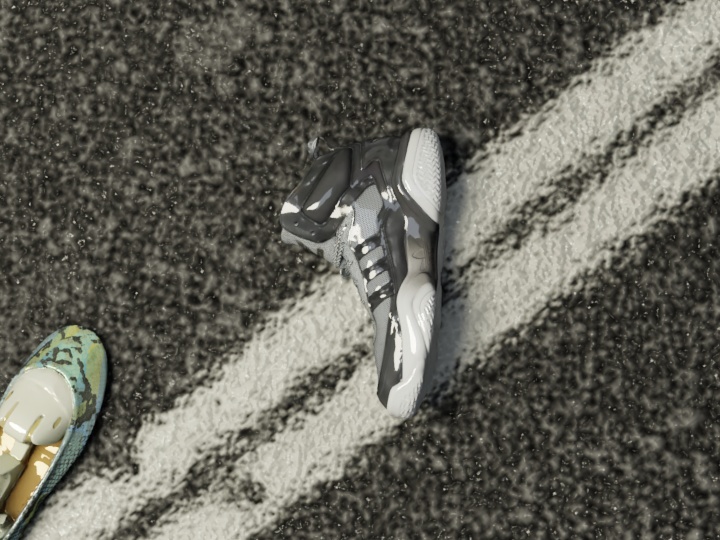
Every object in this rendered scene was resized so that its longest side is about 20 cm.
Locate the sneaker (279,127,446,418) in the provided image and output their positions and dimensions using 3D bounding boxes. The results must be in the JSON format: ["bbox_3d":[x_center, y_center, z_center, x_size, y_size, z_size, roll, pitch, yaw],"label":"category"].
[{"bbox_3d":[0.000,0.000,0.942,0.112,0.076,0.203,2,78,8],"label":"sneaker"}]

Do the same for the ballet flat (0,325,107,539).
[{"bbox_3d":[-0.242,0.131,0.959,0.074,0.074,0.202,25,87,9],"label":"ballet flat"}]
